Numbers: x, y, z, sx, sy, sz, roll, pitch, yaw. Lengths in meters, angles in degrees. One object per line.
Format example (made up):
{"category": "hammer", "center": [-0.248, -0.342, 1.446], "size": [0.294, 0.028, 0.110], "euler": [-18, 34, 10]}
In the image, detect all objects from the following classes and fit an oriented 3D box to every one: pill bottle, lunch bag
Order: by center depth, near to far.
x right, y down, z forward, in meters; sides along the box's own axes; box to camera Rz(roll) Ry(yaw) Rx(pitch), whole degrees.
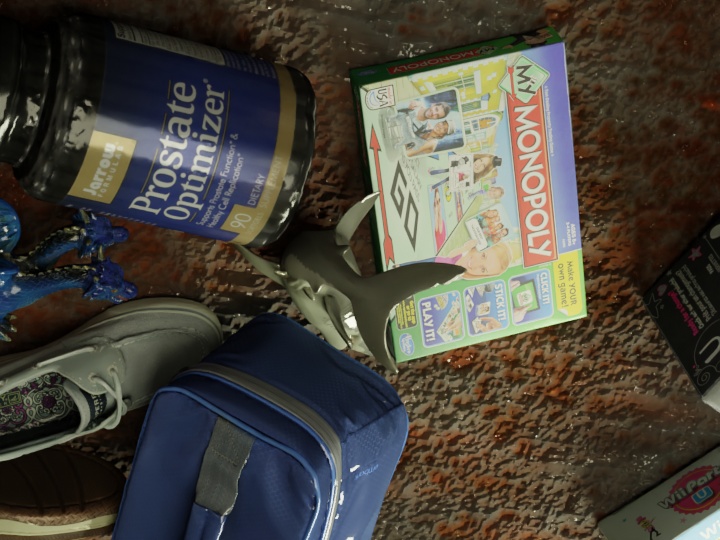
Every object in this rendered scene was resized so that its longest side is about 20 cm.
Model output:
{"category": "pill bottle", "center": [-0.136, -0.086, 1.281], "size": [0.200, 0.112, 0.112], "euler": [12, 112, -22]}
{"category": "lunch bag", "center": [-0.073, 0.145, 1.368], "size": [0.132, 0.136, 0.200], "euler": [-34, 147, -51]}

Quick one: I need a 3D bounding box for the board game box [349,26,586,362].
{"category": "board game box", "center": [0.071, -0.047, 1.409], "size": [0.134, 0.029, 0.200], "euler": [-13, 119, -9]}

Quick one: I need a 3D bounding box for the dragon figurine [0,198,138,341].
{"category": "dragon figurine", "center": [-0.233, -0.009, 1.297], "size": [0.200, 0.059, 0.099], "euler": [13, 143, -22]}

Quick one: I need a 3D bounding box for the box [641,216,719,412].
{"category": "box", "center": [0.307, 0.061, 1.473], "size": [0.200, 0.132, 0.115], "euler": [35, 106, -28]}

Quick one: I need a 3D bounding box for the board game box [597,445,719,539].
{"category": "board game box", "center": [0.283, 0.223, 1.589], "size": [0.147, 0.064, 0.200], "euler": [-34, 119, 2]}

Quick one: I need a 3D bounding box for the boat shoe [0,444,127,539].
{"category": "boat shoe", "center": [-0.249, 0.156, 1.402], "size": [0.202, 0.075, 0.075], "euler": [3, 129, -11]}

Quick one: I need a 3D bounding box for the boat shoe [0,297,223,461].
{"category": "boat shoe", "center": [-0.177, 0.078, 1.374], "size": [0.200, 0.072, 0.070], "euler": [-18, 119, -9]}

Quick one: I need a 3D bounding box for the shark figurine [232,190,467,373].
{"category": "shark figurine", "center": [-0.007, -0.010, 1.339], "size": [0.128, 0.214, 0.090], "euler": [43, 82, -3]}
